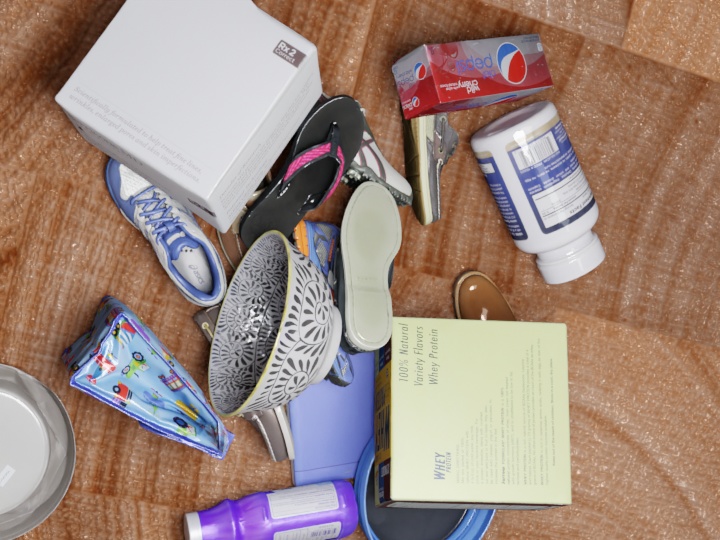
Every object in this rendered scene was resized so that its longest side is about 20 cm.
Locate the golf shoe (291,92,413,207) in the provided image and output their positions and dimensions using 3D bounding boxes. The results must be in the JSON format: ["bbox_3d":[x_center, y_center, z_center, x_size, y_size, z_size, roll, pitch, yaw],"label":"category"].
[{"bbox_3d":[-0.008,-0.148,1.404,0.199,0.077,0.089,35,76,-19],"label":"golf shoe"}]

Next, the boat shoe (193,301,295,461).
[{"bbox_3d":[-0.130,0.131,1.396,0.059,0.072,0.202,-22,98,-8],"label":"boat shoe"}]

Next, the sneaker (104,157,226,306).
[{"bbox_3d":[-0.207,-0.049,1.341,0.075,0.088,0.201,-37,102,-8],"label":"sneaker"}]

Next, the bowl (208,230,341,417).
[{"bbox_3d":[-0.080,0.068,1.288,0.093,0.200,0.203,18,90,-23],"label":"bowl"}]

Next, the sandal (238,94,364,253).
[{"bbox_3d":[-0.056,-0.099,1.327,0.075,0.045,0.201,34,93,-30],"label":"sandal"}]

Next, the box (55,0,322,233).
[{"bbox_3d":[-0.173,-0.184,1.272,0.198,0.131,0.201,33,79,9],"label":"box"}]

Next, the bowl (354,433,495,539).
[{"bbox_3d":[0.080,0.263,1.473,0.199,0.039,0.203,-3,96,-29],"label":"bowl"}]

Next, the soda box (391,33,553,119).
[{"bbox_3d":[0.131,-0.225,1.399,0.199,0.063,0.071,-14,88,-40],"label":"soda box"}]

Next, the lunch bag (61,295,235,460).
[{"bbox_3d":[-0.216,0.128,1.324,0.199,0.150,0.094,38,84,-17],"label":"lunch bag"}]

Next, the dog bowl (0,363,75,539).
[{"bbox_3d":[-0.411,0.193,1.318,0.198,0.059,0.203,-2,97,-17],"label":"dog bowl"}]

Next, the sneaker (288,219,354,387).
[{"bbox_3d":[-0.032,0.033,1.394,0.078,0.075,0.202,-9,82,-20],"label":"sneaker"}]

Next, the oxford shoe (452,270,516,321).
[{"bbox_3d":[0.176,0.091,1.489,0.071,0.071,0.202,-29,102,-11],"label":"oxford shoe"}]

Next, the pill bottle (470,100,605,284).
[{"bbox_3d":[0.220,-0.091,1.461,0.110,0.111,0.202,-29,104,-13],"label":"pill bottle"}]

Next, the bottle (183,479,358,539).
[{"bbox_3d":[-0.105,0.291,1.413,0.198,0.084,0.066,-6,66,-16],"label":"bottle"}]

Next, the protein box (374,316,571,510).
[{"bbox_3d":[0.121,0.165,1.366,0.197,0.135,0.201,2,76,-7],"label":"protein box"}]

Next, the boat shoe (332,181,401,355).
[{"bbox_3d":[0.002,0.001,1.344,0.074,0.066,0.202,8,64,-23],"label":"boat shoe"}]

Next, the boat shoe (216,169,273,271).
[{"bbox_3d":[-0.129,-0.076,1.372,0.075,0.072,0.202,-17,101,-15],"label":"boat shoe"}]

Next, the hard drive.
[{"bbox_3d":[-0.025,0.149,1.453,0.130,0.025,0.203,-7,98,-17],"label":"hard drive"}]

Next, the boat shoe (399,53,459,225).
[{"bbox_3d":[0.086,-0.156,1.432,0.064,0.073,0.203,-6,97,-12],"label":"boat shoe"}]
